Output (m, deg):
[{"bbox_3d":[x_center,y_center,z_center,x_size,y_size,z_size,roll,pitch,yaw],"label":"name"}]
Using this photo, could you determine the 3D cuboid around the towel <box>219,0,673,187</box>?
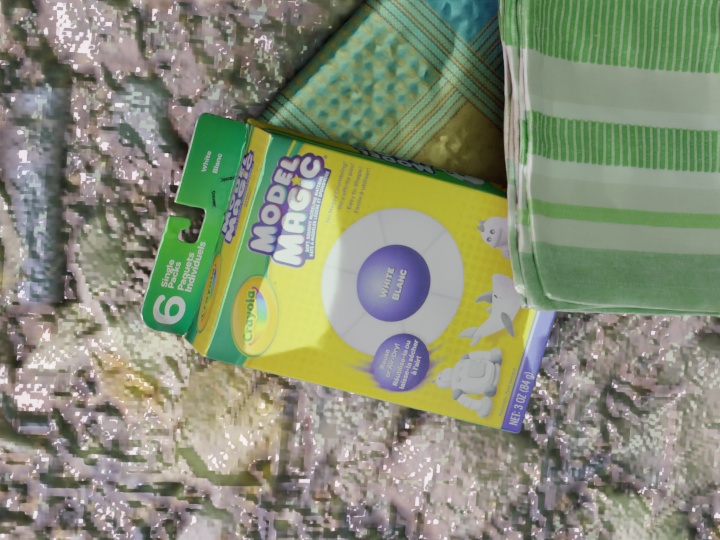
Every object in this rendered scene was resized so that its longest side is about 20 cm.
[{"bbox_3d":[0.044,-0.079,1.387,0.200,0.022,0.147,-46,110,-3],"label":"towel"}]

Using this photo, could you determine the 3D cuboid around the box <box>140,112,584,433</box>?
[{"bbox_3d":[0.000,0.000,1.355,0.200,0.048,0.118,14,97,-18],"label":"box"}]

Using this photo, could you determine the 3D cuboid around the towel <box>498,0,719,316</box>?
[{"bbox_3d":[0.133,-0.078,1.372,0.152,0.023,0.200,1,83,-34],"label":"towel"}]
